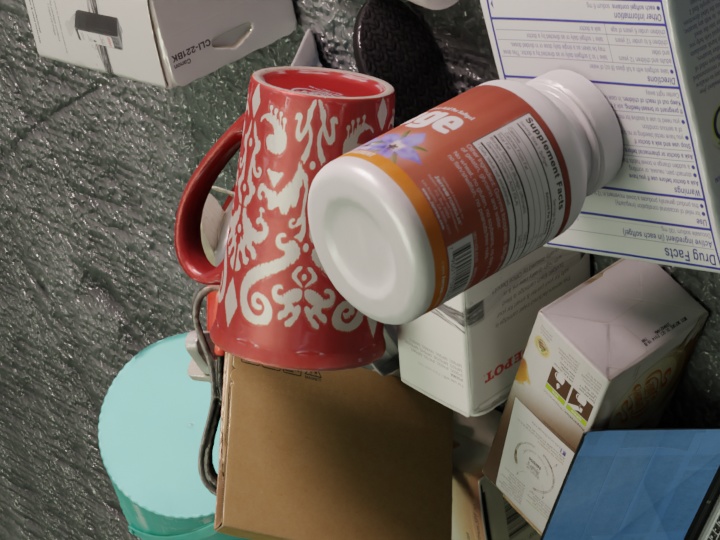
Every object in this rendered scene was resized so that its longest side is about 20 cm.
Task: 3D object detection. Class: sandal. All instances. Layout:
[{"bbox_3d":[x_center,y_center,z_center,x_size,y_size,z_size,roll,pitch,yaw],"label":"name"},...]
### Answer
[{"bbox_3d":[0.042,-0.117,1.741,0.045,0.075,0.201,-13,106,56],"label":"sandal"}]

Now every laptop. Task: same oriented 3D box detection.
[{"bbox_3d":[0.251,0.213,1.657,0.200,0.115,0.188,44,145,23],"label":"laptop"}]

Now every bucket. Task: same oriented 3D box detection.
[{"bbox_3d":[-0.142,0.163,2.060,0.207,0.207,0.135,47,171,21],"label":"bucket"}]

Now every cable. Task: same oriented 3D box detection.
[{"bbox_3d":[-0.111,0.091,1.842,0.096,0.050,0.202,19,103,0],"label":"cable"}]

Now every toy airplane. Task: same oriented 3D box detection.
[{"bbox_3d":[-0.085,0.016,1.935,0.140,0.200,0.201,-14,94,14],"label":"toy airplane"}]

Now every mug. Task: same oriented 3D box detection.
[{"bbox_3d":[-0.058,-0.044,1.653,0.176,0.134,0.202,8,107,5],"label":"mug"}]

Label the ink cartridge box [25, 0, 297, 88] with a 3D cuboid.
[{"bbox_3d":[-0.171,-0.229,1.886,0.199,0.144,0.084,18,129,47],"label":"ink cartridge box"}]

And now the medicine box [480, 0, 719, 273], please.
[{"bbox_3d":[0.194,-0.114,1.501,0.181,0.103,0.202,11,123,51],"label":"medicine box"}]

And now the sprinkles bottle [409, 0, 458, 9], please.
[{"bbox_3d":[-0.001,-0.258,1.695,0.199,0.068,0.069,29,136,40],"label":"sprinkles bottle"}]

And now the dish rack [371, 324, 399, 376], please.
[{"bbox_3d":[0.000,0.000,1.840,0.173,0.043,0.200,61,-172,3],"label":"dish rack"}]

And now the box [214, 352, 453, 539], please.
[{"bbox_3d":[-0.018,0.149,1.772,0.021,0.198,0.165,-43,38,53],"label":"box"}]

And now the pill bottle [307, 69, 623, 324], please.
[{"bbox_3d":[0.072,-0.054,1.434,0.112,0.199,0.113,33,138,36],"label":"pill bottle"}]

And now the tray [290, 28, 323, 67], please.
[{"bbox_3d":[-0.064,-0.097,1.822,0.022,0.201,0.108,15,135,6],"label":"tray"}]

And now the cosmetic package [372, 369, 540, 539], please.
[{"bbox_3d":[0.067,0.166,1.909,0.199,0.087,0.104,21,132,46],"label":"cosmetic package"}]

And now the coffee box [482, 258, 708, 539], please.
[{"bbox_3d":[0.173,0.095,1.680,0.080,0.114,0.201,44,144,25],"label":"coffee box"}]

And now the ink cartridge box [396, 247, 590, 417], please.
[{"bbox_3d":[0.098,-0.014,1.670,0.084,0.145,0.202,24,132,40],"label":"ink cartridge box"}]
